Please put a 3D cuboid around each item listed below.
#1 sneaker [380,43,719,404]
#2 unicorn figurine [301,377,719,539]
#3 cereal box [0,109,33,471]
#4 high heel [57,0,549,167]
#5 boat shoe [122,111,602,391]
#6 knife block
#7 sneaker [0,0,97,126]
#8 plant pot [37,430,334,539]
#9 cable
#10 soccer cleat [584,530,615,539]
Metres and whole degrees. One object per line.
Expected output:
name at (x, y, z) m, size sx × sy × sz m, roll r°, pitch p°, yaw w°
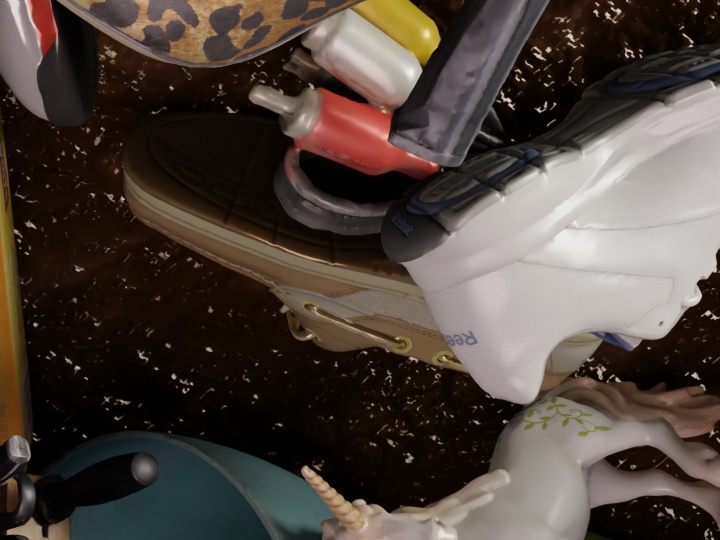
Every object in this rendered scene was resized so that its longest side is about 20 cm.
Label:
sneaker at (0.101, -0.024, 0.972) m, size 0.200 × 0.074 × 0.087 m, roll -28°, pitch 106°, yaw -19°
unicorn figurine at (0.068, 0.094, 1.007) m, size 0.137 × 0.200 × 0.074 m, roll 17°, pitch 111°, yaw 14°
cereal box at (-0.226, 0.011, 0.988) m, size 0.200 × 0.040 × 0.144 m, roll -3°, pitch 119°, yaw 0°
high heel at (-0.021, -0.132, 0.899) m, size 0.200 × 0.071 × 0.143 m, roll 21°, pitch 114°, yaw -15°
boat shoe at (0.000, 0.000, 1.017) m, size 0.200 × 0.074 × 0.066 m, roll 19°, pitch 132°, yaw -7°
knife block at (-0.143, 0.113, 1.012) m, size 0.175 × 0.064 × 0.200 m, roll -3°, pitch 163°, yaw 5°
sneaker at (-0.169, -0.135, 0.945) m, size 0.108 × 0.067 × 0.202 m, roll -14°, pitch 115°, yaw 8°
plant pot at (-0.044, 0.166, 1.064) m, size 0.135 × 0.200 × 0.200 m, roll 7°, pitch 127°, yaw -47°
cable at (0.049, -0.041, 0.989) m, size 0.200 × 0.097 × 0.050 m, roll 23°, pitch 153°, yaw -10°
soccer cleat at (0.077, 0.204, 1.100) m, size 0.081 × 0.068 × 0.200 m, roll 10°, pitch 87°, yaw -15°
